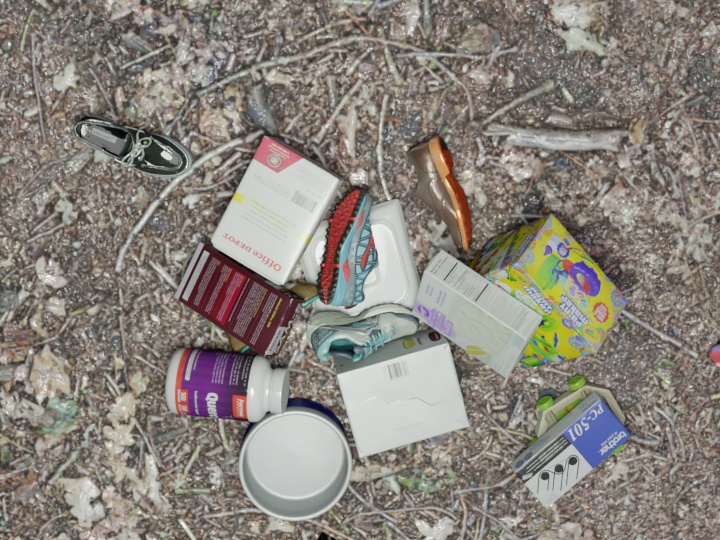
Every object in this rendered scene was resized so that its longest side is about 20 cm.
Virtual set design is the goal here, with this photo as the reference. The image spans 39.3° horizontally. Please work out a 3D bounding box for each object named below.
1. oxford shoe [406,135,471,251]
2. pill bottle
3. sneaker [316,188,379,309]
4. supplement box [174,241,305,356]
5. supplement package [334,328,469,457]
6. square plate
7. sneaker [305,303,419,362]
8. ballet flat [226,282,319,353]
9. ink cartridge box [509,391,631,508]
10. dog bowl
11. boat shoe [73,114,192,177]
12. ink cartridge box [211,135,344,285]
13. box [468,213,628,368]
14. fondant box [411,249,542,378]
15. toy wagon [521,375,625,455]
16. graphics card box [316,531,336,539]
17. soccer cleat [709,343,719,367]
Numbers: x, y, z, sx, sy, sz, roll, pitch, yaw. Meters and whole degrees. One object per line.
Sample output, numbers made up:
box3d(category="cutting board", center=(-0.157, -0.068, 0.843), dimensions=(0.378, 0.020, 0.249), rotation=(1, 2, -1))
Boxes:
box3d(category="oxford shoe", center=(0.137, -0.124, 1.717), dimensions=(0.072, 0.071, 0.203), rotation=(-17, 98, 20))
box3d(category="pill bottle", center=(-0.224, 0.195, 1.707), dimensions=(0.197, 0.112, 0.114), rotation=(5, 101, 6))
box3d(category="sneaker", center=(-0.011, -0.036, 1.695), dimensions=(0.095, 0.079, 0.203), rotation=(14, 91, -36))
box3d(category="supplement box", center=(-0.202, 0.047, 1.680), dimensions=(0.199, 0.061, 0.110), rotation=(31, 99, 20))
box3d(category="supplement package", center=(0.069, 0.208, 1.744), dimensions=(0.197, 0.111, 0.158), rotation=(-16, 102, -1))
box3d(category="square plate", center=(0.000, 0.000, 1.742), dimensions=(0.195, 0.028, 0.203), rotation=(-16, 101, -1))
box3d(category="sneaker", center=(0.009, 0.118, 1.720), dimensions=(0.197, 0.087, 0.078), rotation=(-8, 133, -9))
box3d(category="ballet flat", center=(-0.154, 0.064, 1.725), dimensions=(0.199, 0.068, 0.073), rotation=(-36, 88, 15))
box3d(category="ink cartridge box", center=(0.371, 0.317, 1.779), dimensions=(0.200, 0.044, 0.094), rotation=(-42, 102, 5))
box3d(category="dog bowl", center=(-0.114, 0.330, 1.772), dimensions=(0.197, 0.079, 0.204), rotation=(-1, 101, -4))
box3d(category="boat shoe", center=(-0.374, -0.205, 1.658), dimensions=(0.197, 0.068, 0.074), rotation=(25, 99, -8))
box3d(category="ink cartridge box", center=(-0.138, -0.100, 1.676), dimensions=(0.144, 0.083, 0.202), rotation=(30, 98, 2))
box3d(category="box", center=(0.295, 0.041, 1.670), dimensions=(0.200, 0.192, 0.122), rotation=(47, 62, -11))
box3d(category="fondant box", center=(0.188, 0.073, 1.661), dimensions=(0.199, 0.145, 0.058), rotation=(35, 61, 14))
box3d(category="toy wagon", center=(0.376, 0.290, 1.817), dimensions=(0.199, 0.040, 0.156), rotation=(-32, 101, 3))
box3d(category="graphics card box", center=(-0.019, 0.583, 1.841), dimensions=(0.199, 0.051, 0.126), rotation=(33, 97, -8))
box3d(category="soccer cleat", center=(0.723, 0.151, 1.809), dimensions=(0.197, 0.067, 0.078), rotation=(12, 69, 0))
